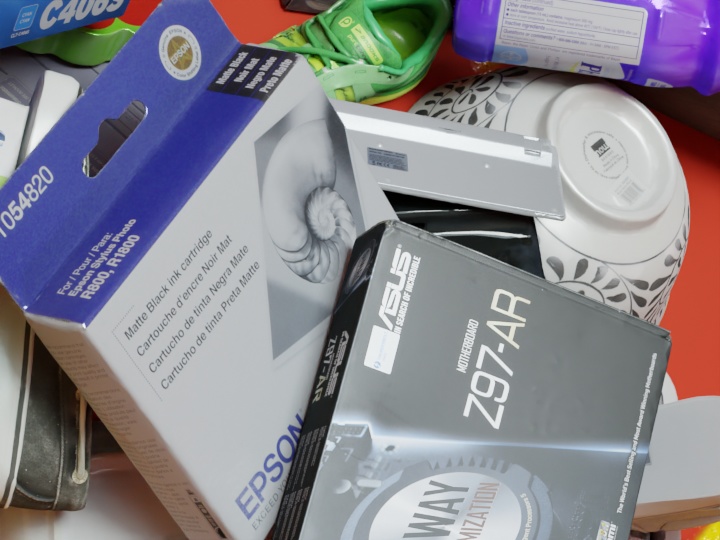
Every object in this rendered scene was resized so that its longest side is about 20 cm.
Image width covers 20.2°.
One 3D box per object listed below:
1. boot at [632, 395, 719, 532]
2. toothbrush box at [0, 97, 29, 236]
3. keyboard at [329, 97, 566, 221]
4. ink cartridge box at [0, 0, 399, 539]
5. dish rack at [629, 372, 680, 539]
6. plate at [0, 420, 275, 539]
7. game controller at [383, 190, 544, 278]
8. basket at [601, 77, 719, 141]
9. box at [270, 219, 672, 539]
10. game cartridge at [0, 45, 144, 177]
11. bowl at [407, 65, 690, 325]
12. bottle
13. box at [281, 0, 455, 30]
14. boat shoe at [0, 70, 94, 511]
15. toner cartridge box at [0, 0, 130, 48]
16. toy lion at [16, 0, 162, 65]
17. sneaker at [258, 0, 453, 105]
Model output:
[{"bbox_3d":[0.113,0.111,1.045,0.199,0.096,0.074,-3,68,8],"label":"boot"},{"bbox_3d":[-0.224,0.029,0.906,0.086,0.146,0.201,19,58,-19],"label":"toothbrush box"},{"bbox_3d":[0.013,-0.063,1.075,0.199,0.011,0.057,10,52,-12],"label":"keyboard"},{"bbox_3d":[-0.064,-0.006,0.941,0.200,0.040,0.200,56,48,-27],"label":"ink cartridge box"},{"bbox_3d":[0.080,0.106,1.101,0.199,0.044,0.173,17,59,-21],"label":"dish rack"},{"bbox_3d":[-0.073,0.158,0.960,0.199,0.032,0.201,-2,66,-10],"label":"plate"},{"bbox_3d":[0.000,0.000,1.078,0.199,0.042,0.105,-3,69,-7],"label":"game controller"},{"bbox_3d":[0.214,-0.153,1.251,0.199,0.180,0.137,19,75,-7],"label":"basket"},{"bbox_3d":[0.050,0.097,0.945,0.159,0.044,0.201,22,70,-16],"label":"box"},{"bbox_3d":[-0.144,-0.053,1.032,0.200,0.038,0.129,41,53,18],"label":"game cartridge"},{"bbox_3d":[0.122,-0.048,1.174,0.200,0.094,0.202,12,60,-22],"label":"bowl"},{"bbox_3d":[0.152,-0.138,1.145,0.199,0.084,0.066,9,95,2],"label":"bottle"},{"bbox_3d":[0.019,-0.247,1.249,0.160,0.049,0.201,4,64,-30],"label":"box"},{"bbox_3d":[-0.139,0.011,0.937,0.063,0.071,0.201,8,90,-15],"label":"boat shoe"},{"bbox_3d":[-0.193,-0.145,0.937,0.095,0.043,0.200,37,30,15],"label":"toner cartridge box"},{"bbox_3d":[-0.141,-0.197,1.105,0.199,0.069,0.192,-13,64,-34],"label":"toy lion"},{"bbox_3d":[-0.025,-0.115,1.131,0.200,0.084,0.074,-35,83,-38],"label":"sneaker"}]
